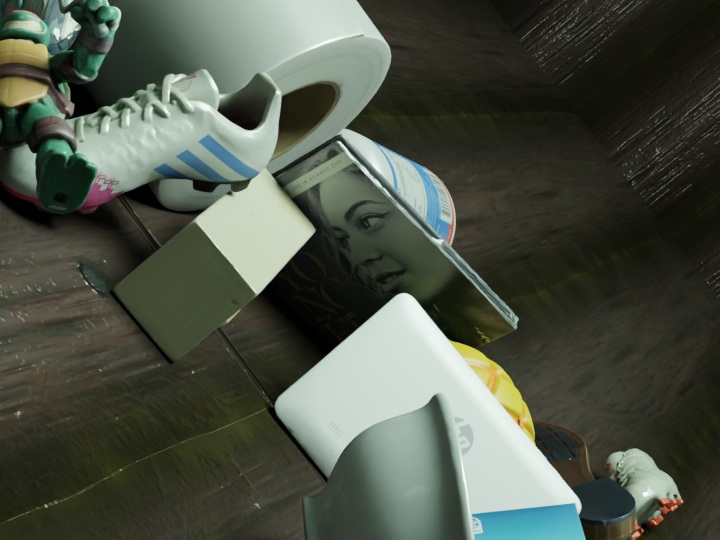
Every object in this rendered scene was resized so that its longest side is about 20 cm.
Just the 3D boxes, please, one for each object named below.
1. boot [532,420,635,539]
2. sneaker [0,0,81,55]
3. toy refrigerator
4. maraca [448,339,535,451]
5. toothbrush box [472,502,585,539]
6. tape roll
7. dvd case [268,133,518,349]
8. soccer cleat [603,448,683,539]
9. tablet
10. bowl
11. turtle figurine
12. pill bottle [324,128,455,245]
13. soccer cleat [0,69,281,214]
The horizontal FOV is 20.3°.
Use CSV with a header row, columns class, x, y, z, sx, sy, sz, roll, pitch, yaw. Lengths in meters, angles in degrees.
class,x,y,z,sx,sy,sz,roll,pitch,yaw
boot,0.151,0.189,1.537,0.200,0.075,0.097,-131,-147,-65
sneaker,-0.248,-0.194,1.385,0.086,0.078,0.200,26,20,-32
toy refrigerator,-0.093,-0.006,1.361,0.070,0.076,0.200,50,15,-4
maraca,0.078,0.144,1.457,0.137,0.107,0.200,-7,79,-60
toothbrush box,0.107,0.257,1.195,0.200,0.085,0.147,-98,-177,-61
tape roll,-0.097,-0.156,1.454,0.139,0.203,0.203,56,16,15
dvd case,0.000,0.000,1.489,0.200,0.149,0.016,46,42,-19
soccer cleat,0.255,0.205,1.887,0.078,0.069,0.200,49,8,12
tablet,0.048,0.129,1.383,0.200,0.130,0.014,51,-18,-3
bowl,0.015,0.175,1.159,0.201,0.090,0.202,175,-90,-86
turtle figurine,-0.209,-0.117,1.207,0.101,0.149,0.200,70,8,-46
pill bottle,-0.011,-0.053,1.629,0.112,0.112,0.200,58,18,24
soccer cleat,-0.138,-0.092,1.283,0.200,0.086,0.070,-10,46,-38
